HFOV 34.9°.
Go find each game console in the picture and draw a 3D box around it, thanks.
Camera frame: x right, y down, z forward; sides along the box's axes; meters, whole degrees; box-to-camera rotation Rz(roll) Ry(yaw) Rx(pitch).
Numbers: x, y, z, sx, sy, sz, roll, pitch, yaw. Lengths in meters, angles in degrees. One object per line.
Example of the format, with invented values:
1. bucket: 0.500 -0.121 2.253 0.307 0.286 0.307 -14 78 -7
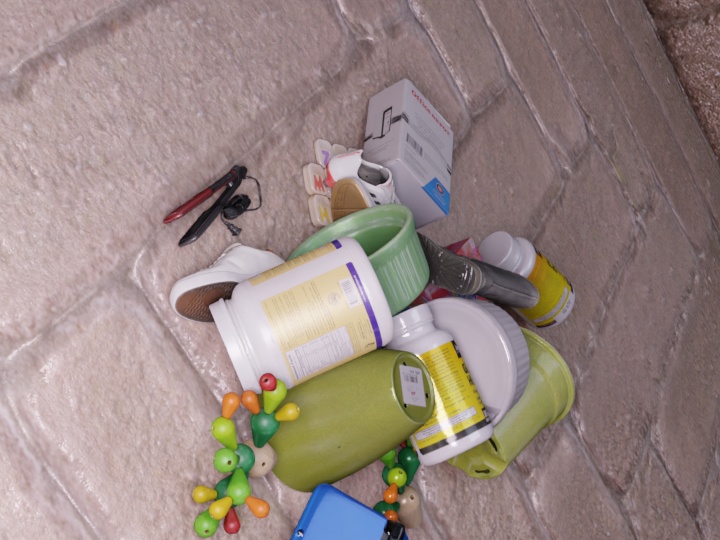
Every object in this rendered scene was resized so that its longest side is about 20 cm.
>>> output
1. game console: -0.027 0.404 1.454 0.201 0.117 0.171 -62 156 -26

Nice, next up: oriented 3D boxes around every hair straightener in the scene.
1. hair straightener: -0.185 -0.079 1.518 0.077 0.041 0.200 60 31 -14

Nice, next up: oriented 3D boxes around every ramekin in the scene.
1. ramekin: 0.000 0.000 1.592 0.098 0.198 0.200 63 34 -21
2. ramekin: 0.152 0.133 1.644 0.094 0.201 0.205 -13 84 -53

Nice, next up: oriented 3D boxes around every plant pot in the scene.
1. plant pot: 0.208 0.218 1.791 0.184 0.199 0.202 -45 111 -40
2. plant pot: -0.010 0.174 1.480 0.186 0.199 0.189 29 51 -43

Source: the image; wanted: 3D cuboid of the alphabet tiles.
1. alphabet tiles: -0.015 -0.105 1.778 0.199 0.014 0.198 9 66 -52

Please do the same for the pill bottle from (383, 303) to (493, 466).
1. pill bottle: 0.094 0.154 1.560 0.112 0.112 0.202 -16 80 -55

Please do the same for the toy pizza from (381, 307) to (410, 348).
1. toy pizza: 0.042 0.149 1.687 0.199 0.031 0.203 4 84 -45

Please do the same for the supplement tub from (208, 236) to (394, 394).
1. supplement tub: -0.072 0.059 1.409 0.145 0.198 0.147 157 -90 -83

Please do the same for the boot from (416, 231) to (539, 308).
1. boot: 0.158 0.000 1.730 0.199 0.181 0.073 2 116 -55

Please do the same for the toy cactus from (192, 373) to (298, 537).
1. toy cactus: -0.126 0.222 1.355 0.165 0.101 0.202 38 68 -76

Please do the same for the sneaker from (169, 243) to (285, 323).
1. sneaker: -0.176 0.012 1.471 0.199 0.073 0.085 -8 45 -47

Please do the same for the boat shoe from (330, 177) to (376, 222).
1. boat shoe: 0.014 -0.058 1.728 0.069 0.070 0.202 -50 128 -48

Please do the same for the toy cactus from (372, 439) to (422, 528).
1. toy cactus: 0.043 0.303 1.601 0.201 0.101 0.166 -72 150 -43

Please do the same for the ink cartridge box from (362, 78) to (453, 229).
1. ink cartridge box: 0.079 -0.191 1.877 0.146 0.084 0.202 44 36 -33

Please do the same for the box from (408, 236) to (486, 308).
1. box: 0.128 0.041 1.829 0.103 0.094 0.200 62 35 -11

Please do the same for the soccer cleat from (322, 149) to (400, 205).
1. soccer cleat: 0.027 -0.116 1.754 0.200 0.085 0.069 39 44 -37

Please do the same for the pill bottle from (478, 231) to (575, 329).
1. pill bottle: 0.294 0.015 2.058 0.200 0.108 0.110 39 44 -37
